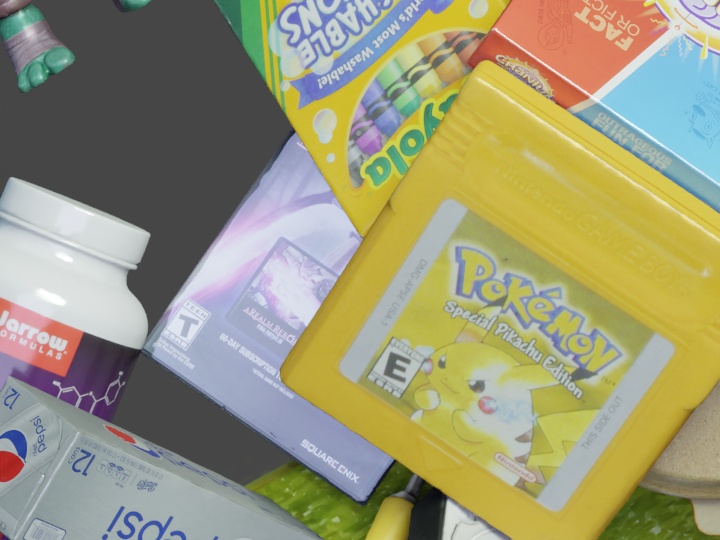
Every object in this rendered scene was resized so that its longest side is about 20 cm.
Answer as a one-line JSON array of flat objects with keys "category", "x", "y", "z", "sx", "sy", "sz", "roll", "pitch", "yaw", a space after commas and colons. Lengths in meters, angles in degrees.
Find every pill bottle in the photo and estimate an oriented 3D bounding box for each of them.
[{"category": "pill bottle", "x": -0.178, "y": 0.059, "z": 1.429, "sx": 0.112, "sy": 0.112, "sz": 0.200, "roll": 22, "pitch": 91, "yaw": 1}]

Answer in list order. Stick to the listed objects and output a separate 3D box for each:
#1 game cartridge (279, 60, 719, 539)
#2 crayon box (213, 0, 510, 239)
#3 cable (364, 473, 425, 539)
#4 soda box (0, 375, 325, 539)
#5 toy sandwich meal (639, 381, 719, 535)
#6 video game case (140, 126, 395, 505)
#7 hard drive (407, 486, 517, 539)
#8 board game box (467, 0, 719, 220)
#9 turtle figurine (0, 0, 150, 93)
[{"category": "game cartridge", "x": 0.079, "y": 0.025, "z": 1.346, "sx": 0.176, "sy": 0.032, "sz": 0.200, "roll": 33, "pitch": 123, "yaw": 2}, {"category": "crayon box", "x": 0.025, "y": -0.101, "z": 1.401, "sx": 0.126, "sy": 0.052, "sz": 0.200, "roll": -40, "pitch": 64, "yaw": 17}, {"category": "cable", "x": 0.004, "y": 0.191, "z": 1.414, "sx": 0.200, "sy": 0.050, "sz": 0.097, "roll": -43, "pitch": 98, "yaw": -32}, {"category": "soda box", "x": -0.103, "y": 0.122, "z": 1.393, "sx": 0.068, "sy": 0.200, "sz": 0.063, "roll": 32, "pitch": 91, "yaw": 45}, {"category": "toy sandwich meal", "x": 0.176, "y": 0.023, "z": 1.397, "sx": 0.205, "sy": 0.070, "sz": 0.205, "roll": 1, "pitch": 98, "yaw": 10}, {"category": "video game case", "x": 0.000, "y": 0.000, "z": 1.473, "sx": 0.143, "sy": 0.019, "sz": 0.200, "roll": 35, "pitch": 92, "yaw": 0}, {"category": "hard drive", "x": 0.109, "y": 0.199, "z": 1.390, "sx": 0.200, "sy": 0.140, "sz": 0.038, "roll": 32, "pitch": 126, "yaw": -17}, {"category": "board game box", "x": 0.166, "y": -0.134, "z": 1.350, "sx": 0.153, "sy": 0.040, "sz": 0.200, "roll": 34, "pitch": 65, "yaw": -1}, {"category": "turtle figurine", "x": -0.193, "y": -0.197, "z": 1.435, "sx": 0.150, "sy": 0.101, "sz": 0.200, "roll": -35, "pitch": 105, "yaw": 15}]
